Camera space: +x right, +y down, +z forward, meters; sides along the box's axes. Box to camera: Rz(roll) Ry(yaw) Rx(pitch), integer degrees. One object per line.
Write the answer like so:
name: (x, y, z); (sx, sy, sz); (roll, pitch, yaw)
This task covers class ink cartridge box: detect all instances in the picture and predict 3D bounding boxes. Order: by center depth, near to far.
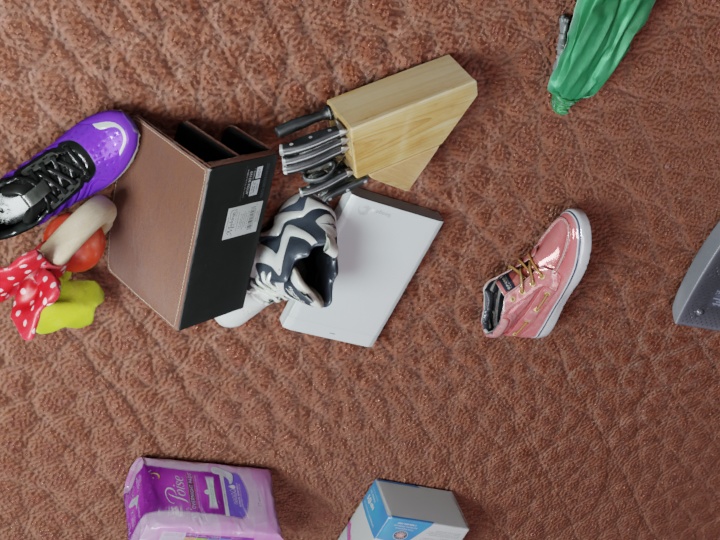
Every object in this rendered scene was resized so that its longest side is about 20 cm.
ink cartridge box: (0.047, 0.421, 1.549); (0.144, 0.085, 0.200); (16, 116, -28)

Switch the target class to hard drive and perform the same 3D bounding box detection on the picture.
hard drive: (0.000, 0.000, 1.269); (0.132, 0.026, 0.200); (14, 119, -27)
hard drive: (0.526, -0.006, 1.438); (0.135, 0.042, 0.200); (9, 121, -25)

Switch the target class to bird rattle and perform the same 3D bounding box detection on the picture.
bird rattle: (-0.317, -0.015, 1.062); (0.113, 0.200, 0.163); (37, 79, 2)

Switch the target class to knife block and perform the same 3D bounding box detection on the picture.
knife block: (0.006, -0.161, 1.109); (0.175, 0.064, 0.200); (17, 118, -43)

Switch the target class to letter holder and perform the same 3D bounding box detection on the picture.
letter holder: (-0.191, -0.063, 1.123); (0.101, 0.142, 0.200); (-20, 135, -47)

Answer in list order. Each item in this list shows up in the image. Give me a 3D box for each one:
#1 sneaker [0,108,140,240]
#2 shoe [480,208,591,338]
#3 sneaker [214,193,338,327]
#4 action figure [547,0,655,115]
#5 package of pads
sneaker: (-0.311, -0.087, 1.039); (0.200, 0.100, 0.070); (-34, 103, 7)
shoe: (0.222, 0.009, 1.323); (0.091, 0.071, 0.200); (-2, 130, -25)
sneaker: (-0.094, 0.016, 1.181); (0.199, 0.130, 0.079); (-41, 126, 12)
action figure: (0.261, -0.261, 1.156); (0.118, 0.055, 0.200); (4, 130, -23)
package of pads: (-0.207, 0.316, 1.362); (0.200, 0.121, 0.076); (12, 125, -26)
